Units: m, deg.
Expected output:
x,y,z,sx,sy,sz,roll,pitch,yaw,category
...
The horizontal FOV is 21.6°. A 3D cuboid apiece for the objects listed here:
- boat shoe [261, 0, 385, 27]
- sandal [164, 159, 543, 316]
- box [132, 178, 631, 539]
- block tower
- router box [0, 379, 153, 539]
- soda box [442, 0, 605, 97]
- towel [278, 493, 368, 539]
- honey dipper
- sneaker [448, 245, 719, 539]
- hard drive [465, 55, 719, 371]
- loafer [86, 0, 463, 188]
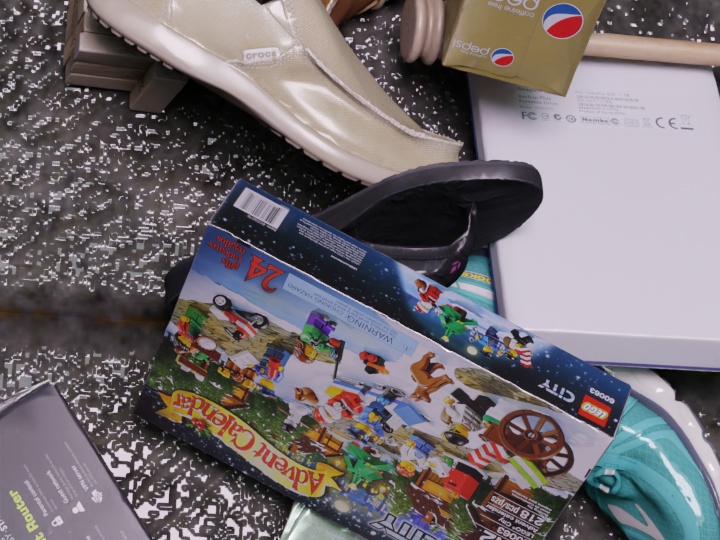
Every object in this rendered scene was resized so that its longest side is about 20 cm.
x,y,z,sx,sy,sz,roll,pitch,yaw,category
0.004,-0.176,0.977,0.074,0.076,0.200,24,73,-6,boat shoe
0.000,0.001,0.889,0.200,0.075,0.048,-21,63,25,sandal
0.005,0.060,0.867,0.200,0.137,0.038,28,42,2,box
-0.115,-0.186,0.960,0.058,0.054,0.200,5,76,-18,block tower
-0.100,0.158,0.813,0.062,0.150,0.200,-32,75,-10,router box
0.083,-0.174,0.943,0.064,0.068,0.200,14,40,-5,soda box
0.033,0.208,0.900,0.200,0.023,0.153,26,72,-2,towel
0.120,-0.115,0.969,0.200,0.038,0.038,5,74,-12,honey dipper
0.095,0.073,0.913,0.200,0.078,0.080,46,43,14,sneaker
0.126,-0.038,0.942,0.132,0.025,0.200,4,50,-9,hard drive
-0.031,-0.099,0.891,0.200,0.076,0.068,29,97,-8,loafer
